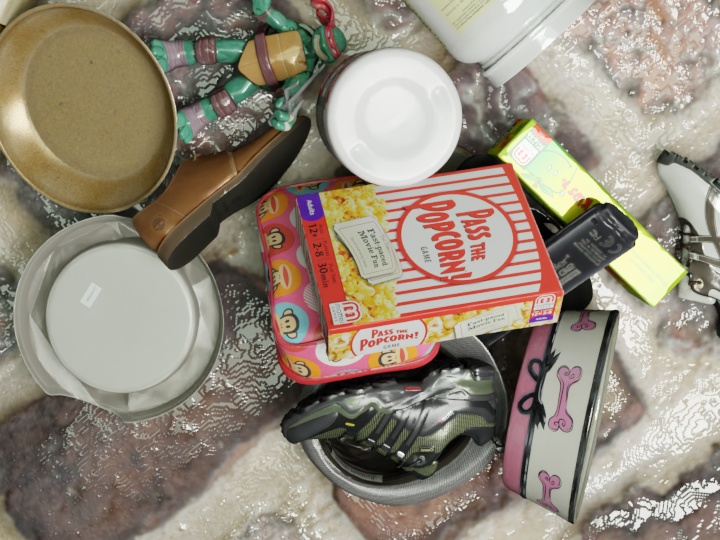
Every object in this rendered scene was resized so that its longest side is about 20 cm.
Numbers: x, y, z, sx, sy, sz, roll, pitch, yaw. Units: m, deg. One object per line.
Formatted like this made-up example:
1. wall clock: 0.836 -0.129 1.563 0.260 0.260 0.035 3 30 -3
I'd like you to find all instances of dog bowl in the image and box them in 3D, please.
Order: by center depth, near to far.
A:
1. dog bowl: 0.184 0.127 1.166 0.073 0.200 0.201 12 97 14
2. dog bowl: -0.228 0.043 1.215 0.199 0.059 0.201 0 96 -1

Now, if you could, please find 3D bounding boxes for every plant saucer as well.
1. plant saucer: -0.255 -0.153 1.176 0.199 0.035 0.201 7 115 16

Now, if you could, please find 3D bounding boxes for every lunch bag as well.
1. lunch bag: 0.000 0.000 1.149 0.175 0.201 0.082 -10 139 -1

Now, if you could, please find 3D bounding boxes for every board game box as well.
1. board game box: 0.055 -0.010 1.079 0.199 0.152 0.046 -10 141 -9
2. board game box: 0.209 -0.056 1.184 0.200 0.102 0.048 44 94 -5

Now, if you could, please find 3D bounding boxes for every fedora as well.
1. fedora: 0.040 0.128 1.210 0.199 0.090 0.177 -30 95 6

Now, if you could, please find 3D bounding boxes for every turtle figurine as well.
1. turtle figurine: -0.087 -0.195 1.168 0.199 0.101 0.150 -16 82 14

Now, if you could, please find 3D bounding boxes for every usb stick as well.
1. usb stick: 0.165 0.006 1.151 0.055 0.033 0.200 41 127 -14

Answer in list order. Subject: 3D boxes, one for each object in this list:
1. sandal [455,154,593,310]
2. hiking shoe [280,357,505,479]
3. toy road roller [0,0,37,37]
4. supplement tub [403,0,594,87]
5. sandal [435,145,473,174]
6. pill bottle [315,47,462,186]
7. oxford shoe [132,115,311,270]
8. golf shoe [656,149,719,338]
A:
1. sandal: 0.159 -0.026 1.184 0.200 0.045 0.075 48 67 -26
2. hiking shoe: 0.029 0.144 1.128 0.199 0.076 0.101 -12 93 3
3. toy road roller: -0.389 -0.294 1.130 0.199 0.146 0.123 25 96 -3
4. supplement tub: 0.102 -0.280 1.135 0.145 0.145 0.200 -42 95 4
5. sandal: 0.101 -0.030 1.210 0.081 0.055 0.201 -16 97 1
6. pill bottle: 0.018 -0.139 1.119 0.113 0.200 0.115 -1 99 -6
7. oxford shoe: -0.128 -0.091 1.177 0.071 0.071 0.200 42 68 17
8. golf shoe: 0.330 -0.020 1.202 0.094 0.078 0.200 -37 94 4
